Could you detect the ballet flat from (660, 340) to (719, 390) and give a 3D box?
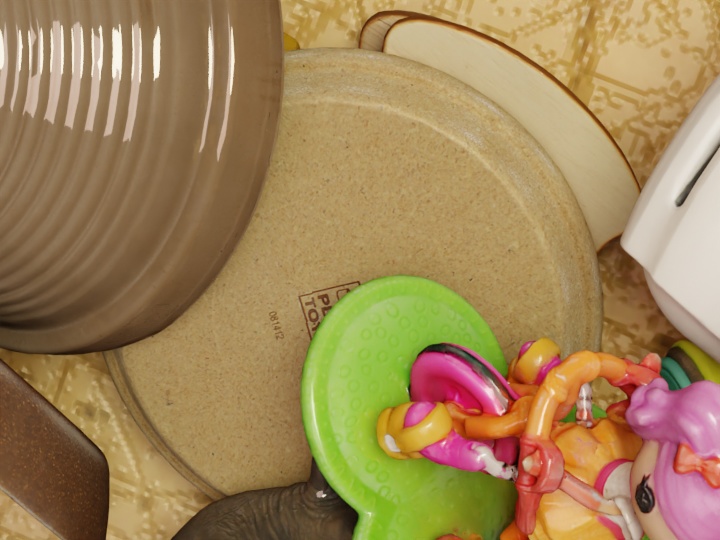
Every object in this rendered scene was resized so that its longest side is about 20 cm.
[{"bbox_3d":[0.161,0.112,0.807,0.067,0.067,0.201,-19,97,-10],"label":"ballet flat"}]

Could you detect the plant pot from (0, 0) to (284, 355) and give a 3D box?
[{"bbox_3d":[-0.128,-0.070,0.765,0.200,0.092,0.203,2,93,41],"label":"plant pot"}]

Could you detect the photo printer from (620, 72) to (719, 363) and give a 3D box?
[{"bbox_3d":[0.184,-0.020,0.719,0.167,0.070,0.200,-49,131,8],"label":"photo printer"}]

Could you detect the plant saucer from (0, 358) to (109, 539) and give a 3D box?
[{"bbox_3d":[-0.157,0.026,0.783,0.200,0.200,0.035,39,82,3],"label":"plant saucer"}]

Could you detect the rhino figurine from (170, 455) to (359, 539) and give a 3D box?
[{"bbox_3d":[-0.047,0.124,0.773,0.199,0.060,0.088,-37,55,6],"label":"rhino figurine"}]

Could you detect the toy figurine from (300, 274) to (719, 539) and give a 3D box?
[{"bbox_3d":[0.091,0.080,0.679,0.150,0.184,0.201,-36,101,-32],"label":"toy figurine"}]

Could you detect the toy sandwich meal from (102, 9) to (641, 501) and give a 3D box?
[{"bbox_3d":[0.000,0.000,0.814,0.203,0.070,0.207,3,109,9],"label":"toy sandwich meal"}]
